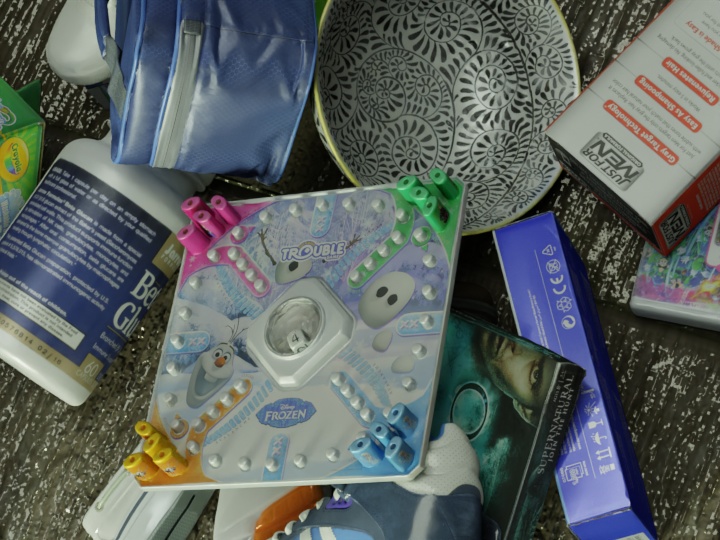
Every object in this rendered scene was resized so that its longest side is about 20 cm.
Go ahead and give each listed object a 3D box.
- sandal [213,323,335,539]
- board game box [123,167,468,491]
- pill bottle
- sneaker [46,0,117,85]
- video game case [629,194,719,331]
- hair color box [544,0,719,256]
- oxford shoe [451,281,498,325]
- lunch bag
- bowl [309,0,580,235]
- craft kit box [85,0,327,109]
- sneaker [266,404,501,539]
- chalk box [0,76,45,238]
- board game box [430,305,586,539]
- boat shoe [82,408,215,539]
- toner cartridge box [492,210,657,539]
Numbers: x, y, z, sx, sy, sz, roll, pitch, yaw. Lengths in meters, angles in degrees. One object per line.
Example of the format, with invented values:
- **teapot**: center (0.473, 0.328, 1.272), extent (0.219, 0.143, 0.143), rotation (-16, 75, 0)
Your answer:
- **sandal**: center (-0.050, 0.131, 1.472), extent (0.079, 0.059, 0.208), rotation (4, 102, 14)
- **board game box**: center (-0.041, 0.034, 1.399), extent (0.199, 0.026, 0.201), rotation (-6, 59, 29)
- **pill bottle**: center (-0.180, -0.019, 1.560), extent (0.111, 0.111, 0.201), rotation (30, 82, 25)
- **sneaker**: center (-0.158, -0.223, 1.597), extent (0.075, 0.089, 0.200), rotation (36, 84, 24)
- **video game case**: center (0.289, -0.040, 1.471), extent (0.199, 0.024, 0.183), rotation (11, 74, 20)
- **hair color box**: center (0.225, -0.119, 1.473), extent (0.200, 0.061, 0.101), rotation (-44, 65, -4)
- **oxford shoe**: center (0.000, 0.000, 1.520), extent (0.199, 0.073, 0.085), rotation (11, 68, 19)
- **lunch bag**: center (-0.107, -0.165, 1.497), extent (0.131, 0.136, 0.201), rotation (8, 47, -13)
- **bowl**: center (0.039, -0.118, 1.522), extent (0.200, 0.094, 0.202), rotation (3, 83, -27)
- **craft kit box**: center (-0.107, -0.232, 1.657), extent (0.196, 0.049, 0.201), rotation (-12, 67, 16)
- **sneaker**: center (-0.005, 0.150, 1.398), extent (0.199, 0.080, 0.147), rotation (-7, 70, 46)
- **chalk box**: center (-0.299, -0.074, 1.587), extent (0.199, 0.125, 0.124), rotation (-23, 51, -33)
- **board game box**: center (0.057, 0.131, 1.413), extent (0.135, 0.028, 0.201), rotation (23, 100, 47)
- **boat shoe**: center (-0.113, 0.105, 1.513), extent (0.067, 0.074, 0.200), rotation (34, 83, 24)
- **toner cartridge box**: center (0.135, 0.073, 1.437), extent (0.043, 0.095, 0.201), rotation (-17, 65, 10)
